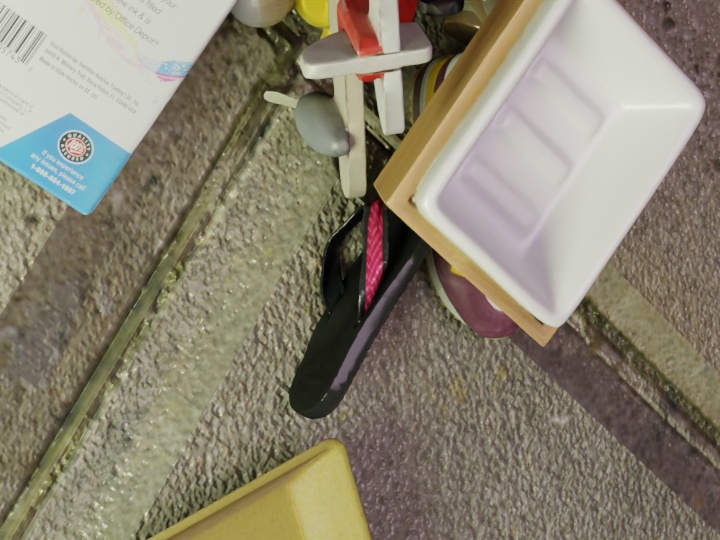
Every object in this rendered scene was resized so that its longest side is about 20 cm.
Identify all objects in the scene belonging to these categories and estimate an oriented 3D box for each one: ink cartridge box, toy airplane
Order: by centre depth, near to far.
[{"bbox_3d":[-0.163,-0.157,1.249,0.144,0.085,0.200,35,91,-35],"label":"ink cartridge box"},{"bbox_3d":[-0.016,-0.162,1.358,0.199,0.141,0.200,60,34,-74],"label":"toy airplane"}]

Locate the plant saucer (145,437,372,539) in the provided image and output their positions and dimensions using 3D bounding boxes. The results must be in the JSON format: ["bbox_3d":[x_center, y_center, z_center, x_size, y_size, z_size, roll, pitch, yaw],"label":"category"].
[{"bbox_3d":[-0.072,0.231,1.398,0.200,0.048,0.200,-27,108,-35],"label":"plant saucer"}]

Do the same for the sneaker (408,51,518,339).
[{"bbox_3d":[0.090,-0.048,1.488,0.075,0.090,0.200,-22,105,-36],"label":"sneaker"}]

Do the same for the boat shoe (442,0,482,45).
[{"bbox_3d":[0.146,-0.160,1.543,0.200,0.072,0.065,24,79,-31],"label":"boat shoe"}]

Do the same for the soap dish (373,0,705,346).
[{"bbox_3d":[0.111,-0.078,1.397,0.157,0.081,0.200,41,77,-30],"label":"soap dish"}]

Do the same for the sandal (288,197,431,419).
[{"bbox_3d":[0.000,0.000,1.433,0.045,0.075,0.200,34,74,-23],"label":"sandal"}]

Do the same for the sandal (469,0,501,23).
[{"bbox_3d":[0.127,-0.246,1.449,0.080,0.054,0.200,34,68,-36],"label":"sandal"}]
